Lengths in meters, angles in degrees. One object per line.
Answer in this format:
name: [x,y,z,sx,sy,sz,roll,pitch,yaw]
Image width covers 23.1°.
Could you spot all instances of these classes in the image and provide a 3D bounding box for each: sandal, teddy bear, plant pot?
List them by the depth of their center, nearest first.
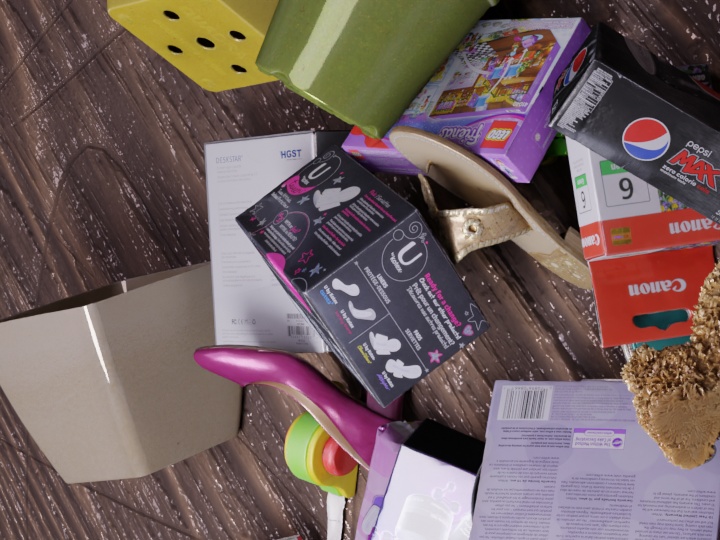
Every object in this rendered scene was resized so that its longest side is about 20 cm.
teddy bear: [0.286,0.058,1.261,0.145,0.067,0.200,39,99,-11]
sandal: [0.100,-0.029,1.394,0.070,0.211,0.078,-61,14,-17]
plant pot: [0.012,-0.216,1.429,0.200,0.200,0.190,34,96,38]
plant pot: [-0.107,-0.271,1.537,0.199,0.200,0.177,-3,60,45]
plant pot: [-0.231,0.105,1.751,0.199,0.199,0.178,-10,97,45]

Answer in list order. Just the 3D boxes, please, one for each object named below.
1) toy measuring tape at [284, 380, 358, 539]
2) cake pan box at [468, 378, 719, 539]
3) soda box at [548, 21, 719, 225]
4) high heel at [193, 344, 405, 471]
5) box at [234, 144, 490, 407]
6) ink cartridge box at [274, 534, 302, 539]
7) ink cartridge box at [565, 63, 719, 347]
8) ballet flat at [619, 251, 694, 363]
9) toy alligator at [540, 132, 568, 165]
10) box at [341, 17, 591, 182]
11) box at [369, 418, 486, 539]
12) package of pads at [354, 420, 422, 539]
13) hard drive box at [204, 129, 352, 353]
toy measuring tape: [-0.040,0.201,1.642,0.073,0.073,0.201,16,104,43]
cake pan box: [0.177,0.172,1.315,0.199,0.052,0.185,-2,56,21]
soda box: [0.236,-0.093,1.266,0.199,0.071,0.063,30,122,-8]
high heel: [-0.057,0.123,1.576,0.067,0.199,0.097,113,168,-83]
box: [0.000,0.000,1.456,0.132,0.115,0.200,56,175,-27]
ink cartridge box: [-0.101,0.368,1.688,0.200,0.084,0.145,-51,59,44]
ink cartridge box: [0.221,-0.049,1.329,0.050,0.108,0.201,154,108,-77]
ballet flat: [0.220,-0.001,1.383,0.062,0.067,0.201,156,107,-77]
toy alligator: [0.139,-0.114,1.445,0.199,0.059,0.055,-13,84,45]
box: [0.089,-0.141,1.447,0.200,0.039,0.137,8,62,50]
box: [0.113,0.228,1.427,0.199,0.079,0.142,21,109,14]
package of pads: [0.054,0.243,1.547,0.120,0.075,0.201,27,112,42]
hard drive box: [-0.065,-0.026,1.644,0.155,0.077,0.201,-1,93,45]
